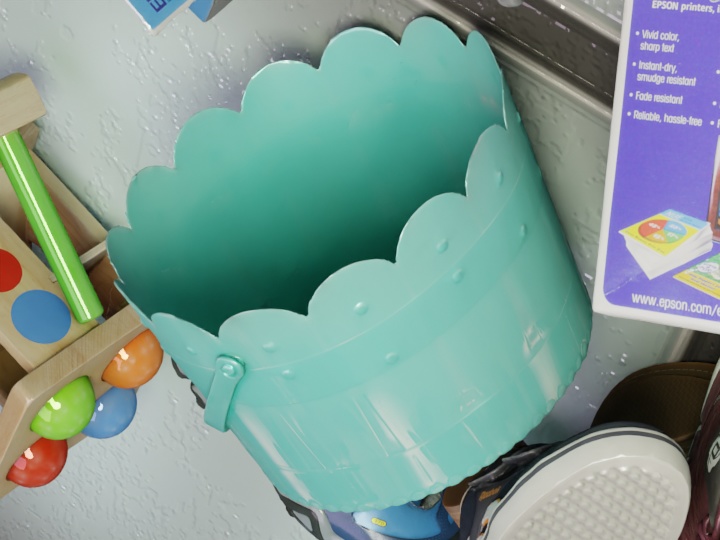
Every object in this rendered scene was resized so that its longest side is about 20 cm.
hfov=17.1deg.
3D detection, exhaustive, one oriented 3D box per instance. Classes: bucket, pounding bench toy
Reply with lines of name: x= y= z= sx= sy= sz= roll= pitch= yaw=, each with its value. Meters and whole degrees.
bucket: x=0.000 y=0.000 z=1.088 sx=0.206 sy=0.208 sz=0.135 roll=1 pitch=132 yaw=40
pounding bench toy: x=-0.179 y=0.010 z=1.285 sx=0.156 sy=0.124 sz=0.200 roll=46 pitch=141 yaw=11

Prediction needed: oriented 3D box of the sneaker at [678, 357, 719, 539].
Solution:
sneaker: x=0.156 y=0.127 z=1.037 sx=0.075 sy=0.116 sz=0.202 roll=14 pitch=107 yaw=5

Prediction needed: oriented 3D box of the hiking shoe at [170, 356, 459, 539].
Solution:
hiking shoe: x=-0.016 y=0.081 z=1.264 sx=0.200 sy=0.074 sz=0.087 roll=41 pitch=141 yaw=3

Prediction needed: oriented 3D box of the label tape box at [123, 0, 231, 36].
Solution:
label tape box: x=-0.084 y=-0.184 z=0.994 sx=0.143 sy=0.200 sz=0.066 roll=45 pitch=142 yaw=-1

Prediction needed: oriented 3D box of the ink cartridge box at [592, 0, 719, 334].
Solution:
ink cartridge box: x=0.195 y=-0.068 z=0.955 sx=0.197 sy=0.043 sz=0.202 roll=10 pitch=99 yaw=34

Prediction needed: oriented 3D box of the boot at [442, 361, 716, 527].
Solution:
boot: x=0.154 y=0.132 z=1.180 sx=0.155 sy=0.074 sz=0.199 roll=47 pitch=138 yaw=-17

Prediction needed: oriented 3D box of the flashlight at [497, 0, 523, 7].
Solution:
flashlight: x=0.037 y=-0.208 z=0.976 sx=0.068 sy=0.068 sz=0.201 roll=-13 pitch=116 yaw=47

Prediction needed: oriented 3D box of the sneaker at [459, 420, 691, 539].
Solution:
sneaker: x=0.087 y=0.108 z=1.067 sx=0.078 sy=0.080 sz=0.200 roll=12 pitch=142 yaw=-12
